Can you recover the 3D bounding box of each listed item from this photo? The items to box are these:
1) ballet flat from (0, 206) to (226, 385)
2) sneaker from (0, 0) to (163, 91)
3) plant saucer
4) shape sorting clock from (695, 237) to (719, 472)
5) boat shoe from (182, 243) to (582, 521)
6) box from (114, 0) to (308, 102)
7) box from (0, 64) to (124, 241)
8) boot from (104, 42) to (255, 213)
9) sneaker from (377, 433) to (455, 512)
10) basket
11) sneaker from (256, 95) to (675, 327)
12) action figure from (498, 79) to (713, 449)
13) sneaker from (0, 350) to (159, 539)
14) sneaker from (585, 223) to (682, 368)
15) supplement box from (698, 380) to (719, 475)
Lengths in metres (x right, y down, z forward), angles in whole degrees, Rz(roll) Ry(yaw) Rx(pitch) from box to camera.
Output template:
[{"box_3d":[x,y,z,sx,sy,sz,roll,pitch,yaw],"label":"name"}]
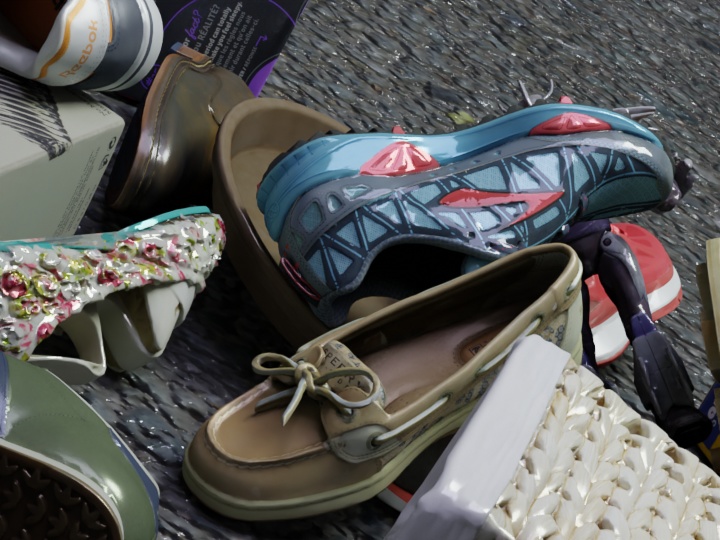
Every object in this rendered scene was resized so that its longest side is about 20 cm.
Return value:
[{"box_3d":[-0.119,0.017,1.233,0.200,0.075,0.064,-13,76,-55],"label":"ballet flat"},{"box_3d":[-0.182,-0.157,1.326,0.200,0.079,0.079,37,16,21],"label":"sneaker"},{"box_3d":[0.000,0.000,1.393,0.200,0.029,0.201,37,27,-22],"label":"plant saucer"},{"box_3d":[0.182,0.084,1.328,0.039,0.201,0.200,-11,21,6],"label":"shape sorting clock"},{"box_3d":[0.010,0.043,1.224,0.199,0.063,0.073,-25,48,-30],"label":"boat shoe"},{"box_3d":[-0.136,-0.176,1.562,0.199,0.123,0.106,21,22,-22],"label":"box"},{"box_3d":[-0.185,-0.042,1.257,0.082,0.069,0.200,32,20,9],"label":"box"},{"box_3d":[-0.068,-0.060,1.448,0.097,0.075,0.200,25,19,-4],"label":"boot"},{"box_3d":[0.074,0.080,1.290,0.199,0.082,0.077,26,20,-10],"label":"sneaker"},{"box_3d":[0.063,0.132,1.086,0.123,0.136,0.200,34,20,3],"label":"basket"},{"box_3d":[0.056,-0.015,1.323,0.199,0.079,0.096,-9,59,-13],"label":"sneaker"},{"box_3d":[0.112,-0.004,1.402,0.069,0.130,0.201,27,43,-69],"label":"action figure"},{"box_3d":[-0.159,0.055,1.080,0.200,0.067,0.090,34,13,11],"label":"sneaker"},{"box_3d":[0.119,-0.024,1.530,0.078,0.116,0.200,-10,13,15],"label":"sneaker"},{"box_3d":[0.271,0.104,1.456,0.108,0.110,0.200,17,23,-30],"label":"supplement box"}]
